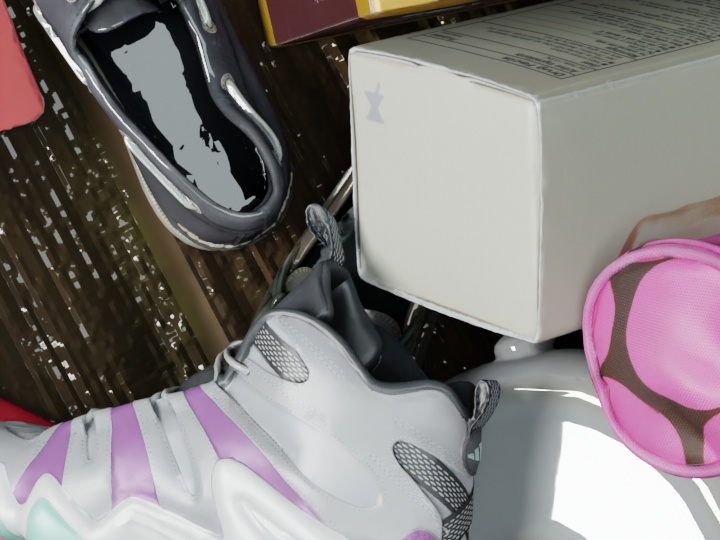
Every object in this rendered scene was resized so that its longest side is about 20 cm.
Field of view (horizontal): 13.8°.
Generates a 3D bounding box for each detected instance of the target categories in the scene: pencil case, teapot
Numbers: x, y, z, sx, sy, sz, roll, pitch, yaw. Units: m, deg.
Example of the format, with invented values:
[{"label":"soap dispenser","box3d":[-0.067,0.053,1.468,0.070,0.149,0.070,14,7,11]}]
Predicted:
[{"label":"pencil case","box3d":[0.173,0.015,0.983,0.199,0.093,0.091,-12,100,-37]},{"label":"teapot","box3d":[0.088,0.118,1.062,0.197,0.146,0.200,39,105,23]}]

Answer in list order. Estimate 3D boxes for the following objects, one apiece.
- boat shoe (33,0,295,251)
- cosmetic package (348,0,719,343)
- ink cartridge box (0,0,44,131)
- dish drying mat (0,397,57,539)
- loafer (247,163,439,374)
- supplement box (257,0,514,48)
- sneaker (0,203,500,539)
[{"label":"boat shoe","box3d":[-0.081,-0.099,1.060,0.072,0.063,0.201,-29,97,-11]},{"label":"cosmetic package","box3d":[0.104,-0.047,1.034,0.199,0.103,0.088,-15,113,-34]},{"label":"ink cartridge box","box3d":[-0.218,-0.069,1.033,0.199,0.067,0.117,-23,95,-10]},{"label":"dish drying mat","box3d":[-0.121,0.094,1.080,0.199,0.018,0.077,27,85,-10]},{"label":"loafer","box3d":[0.000,0.000,1.071,0.072,0.063,0.201,25,83,17]},{"label":"supplement box","box3d":[0.065,-0.164,1.018,0.196,0.200,0.134,-12,94,-10]},{"label":"sneaker","box3d":[-0.043,0.042,1.018,0.199,0.078,0.141,15,92,20]}]
